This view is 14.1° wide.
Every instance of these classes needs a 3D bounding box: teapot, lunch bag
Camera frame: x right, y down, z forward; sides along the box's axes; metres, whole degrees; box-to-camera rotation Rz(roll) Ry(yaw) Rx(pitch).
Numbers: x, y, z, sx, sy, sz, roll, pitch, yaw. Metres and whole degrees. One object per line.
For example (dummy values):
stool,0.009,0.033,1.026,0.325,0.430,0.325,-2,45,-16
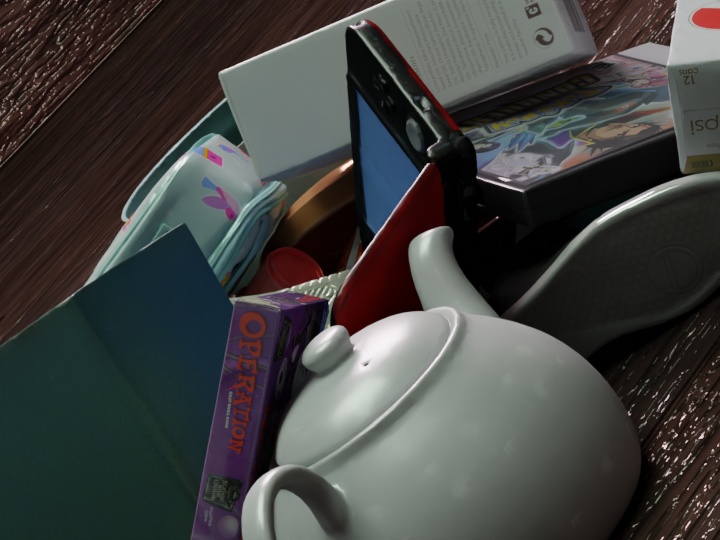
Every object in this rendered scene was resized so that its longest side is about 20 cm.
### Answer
teapot,0.024,0.089,1.379,0.197,0.146,0.200,-43,14,-6
lunch bag,-0.127,0.017,1.782,0.200,0.077,0.160,-55,2,9

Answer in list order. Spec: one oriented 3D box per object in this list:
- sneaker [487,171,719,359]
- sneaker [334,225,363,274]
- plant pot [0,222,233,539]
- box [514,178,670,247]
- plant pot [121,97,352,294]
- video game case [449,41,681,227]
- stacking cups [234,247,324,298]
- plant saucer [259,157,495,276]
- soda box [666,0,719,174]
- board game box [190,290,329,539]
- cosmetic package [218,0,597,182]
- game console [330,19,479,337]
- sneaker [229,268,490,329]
sneaker,0.131,-0.007,1.544,0.200,0.071,0.099,-39,17,28
sneaker,-0.001,0.044,1.800,0.200,0.077,0.073,-47,43,40
plant pot,-0.115,0.109,1.561,0.141,0.201,0.141,-34,1,29
box,0.137,-0.046,1.699,0.082,0.049,0.200,-37,14,16
plant pot,-0.053,-0.054,2.084,0.200,0.134,0.200,-39,13,10
video game case,0.131,-0.080,1.628,0.199,0.026,0.181,-20,19,-22
stacking cups,-0.086,0.064,1.808,0.200,0.060,0.061,-59,1,33
plant saucer,0.026,-0.045,1.833,0.199,0.032,0.200,-26,-16,-8
soda box,0.204,-0.119,1.552,0.068,0.064,0.200,-5,23,12
board game box,-0.056,0.112,1.429,0.120,0.032,0.201,-6,-73,-75
cosmetic package,0.029,-0.120,1.695,0.199,0.072,0.101,-22,-1,12
game console,0.000,0.000,1.567,0.118,0.173,0.201,-25,-36,-16
sneaker,-0.012,0.063,1.721,0.199,0.112,0.077,-10,51,1
